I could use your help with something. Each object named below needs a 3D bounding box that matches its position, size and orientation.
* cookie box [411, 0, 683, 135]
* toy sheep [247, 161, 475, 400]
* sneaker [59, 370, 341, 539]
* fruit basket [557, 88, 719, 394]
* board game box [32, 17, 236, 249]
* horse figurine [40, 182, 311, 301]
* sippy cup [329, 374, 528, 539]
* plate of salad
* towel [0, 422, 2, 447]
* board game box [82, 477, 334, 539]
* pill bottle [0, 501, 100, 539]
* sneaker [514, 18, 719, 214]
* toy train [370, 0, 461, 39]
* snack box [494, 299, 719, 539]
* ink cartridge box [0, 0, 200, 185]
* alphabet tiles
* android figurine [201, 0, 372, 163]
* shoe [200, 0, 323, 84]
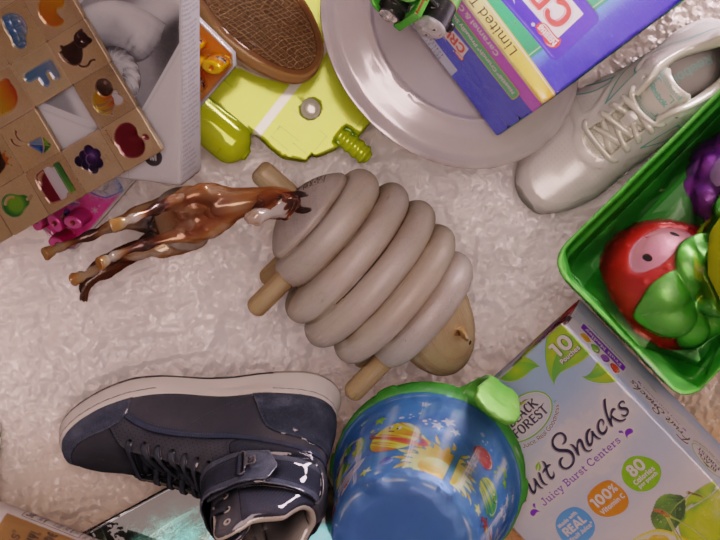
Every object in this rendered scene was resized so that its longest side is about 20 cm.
[{"bbox_3d":[0.125,-0.218,1.661,0.200,0.075,0.171,-38,90,-27],"label":"cookie box"},{"bbox_3d":[0.000,0.000,1.662,0.200,0.138,0.138,40,88,-14],"label":"toy sheep"},{"bbox_3d":[-0.116,0.146,1.636,0.201,0.077,0.147,-8,49,13],"label":"sneaker"},{"bbox_3d":[0.250,-0.021,1.625,0.216,0.216,0.156,-45,90,-2],"label":"fruit basket"},{"bbox_3d":[-0.217,-0.143,1.663,0.200,0.026,0.200,44,115,-1],"label":"board game box"},{"bbox_3d":[-0.135,-0.027,1.641,0.132,0.200,0.050,-20,89,-28],"label":"horse figurine"},{"bbox_3d":[0.038,0.158,1.614,0.139,0.130,0.179,2,107,9],"label":"sippy cup"},{"bbox_3d":[0.060,-0.161,1.685,0.199,0.048,0.201,9,68,-22],"label":"plate of salad"},{"bbox_3d":[-0.353,0.172,1.698,0.199,0.023,0.154,3,88,-1],"label":"towel"},{"bbox_3d":[-0.102,0.209,1.702,0.199,0.028,0.136,-28,91,-2],"label":"board game box"},{"bbox_3d":[-0.235,0.219,1.629,0.199,0.114,0.115,21,88,3],"label":"pill bottle"},{"bbox_3d":[0.190,-0.113,1.696,0.200,0.080,0.071,-38,92,-1],"label":"sneaker"},{"bbox_3d":[0.067,-0.233,1.581,0.056,0.042,0.201,35,64,-18],"label":"toy train"},{"bbox_3d":[0.168,0.141,1.671,0.200,0.053,0.142,46,119,0],"label":"snack box"},{"bbox_3d":[-0.203,-0.165,1.615,0.198,0.041,0.201,6,110,16],"label":"ink cartridge box"},{"bbox_3d":[-0.245,-0.131,1.614,0.167,0.008,0.201,-27,97,26],"label":"alphabet tiles"},{"bbox_3d":[-0.057,-0.159,1.707,0.200,0.041,0.182,41,87,1],"label":"android figurine"},{"bbox_3d":[-0.108,-0.197,1.670,0.200,0.053,0.070,40,68,0],"label":"shoe"}]
